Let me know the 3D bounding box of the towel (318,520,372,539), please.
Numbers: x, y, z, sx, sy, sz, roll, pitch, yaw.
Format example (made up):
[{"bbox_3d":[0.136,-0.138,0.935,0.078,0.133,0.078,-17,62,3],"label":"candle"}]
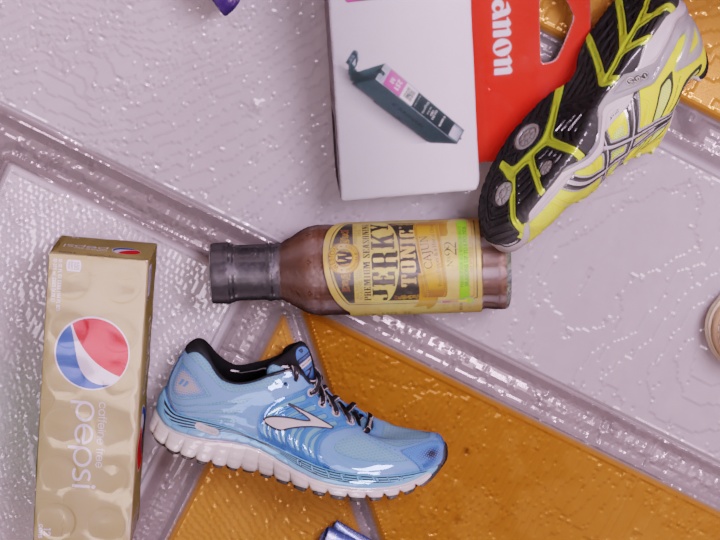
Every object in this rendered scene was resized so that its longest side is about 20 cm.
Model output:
[{"bbox_3d":[-0.008,0.289,1.489,0.147,0.024,0.200,29,100,-7],"label":"towel"}]

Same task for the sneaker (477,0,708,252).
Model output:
[{"bbox_3d":[0.156,-0.087,1.373,0.200,0.075,0.076,-50,124,-1],"label":"sneaker"}]

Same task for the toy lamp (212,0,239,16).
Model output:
[{"bbox_3d":[-0.015,-0.236,1.364,0.200,0.058,0.058,-30,100,4],"label":"toy lamp"}]

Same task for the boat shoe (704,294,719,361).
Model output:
[{"bbox_3d":[0.326,0.014,1.411,0.200,0.069,0.074,-23,101,4],"label":"boat shoe"}]

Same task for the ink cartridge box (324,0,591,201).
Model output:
[{"bbox_3d":[0.065,-0.148,1.362,0.173,0.044,0.200,-5,116,-3],"label":"ink cartridge box"}]

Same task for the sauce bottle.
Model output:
[{"bbox_3d":[0.000,0.000,1.409,0.200,0.065,0.065,-4,102,0],"label":"sauce bottle"}]

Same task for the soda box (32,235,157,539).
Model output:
[{"bbox_3d":[-0.178,0.081,1.424,0.068,0.064,0.200,5,101,-2],"label":"soda box"}]

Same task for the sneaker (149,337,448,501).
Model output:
[{"bbox_3d":[-0.036,0.096,1.423,0.200,0.078,0.090,13,98,-3],"label":"sneaker"}]
